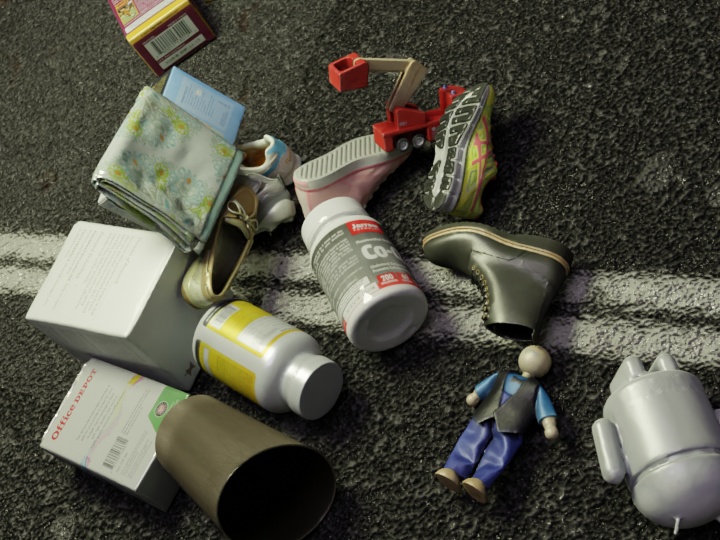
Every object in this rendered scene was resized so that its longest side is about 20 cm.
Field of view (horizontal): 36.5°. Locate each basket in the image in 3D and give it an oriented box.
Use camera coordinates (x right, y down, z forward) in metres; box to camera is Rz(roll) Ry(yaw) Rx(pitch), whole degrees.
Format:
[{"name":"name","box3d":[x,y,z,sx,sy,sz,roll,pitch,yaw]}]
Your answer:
[{"name":"basket","box3d":[-0.158,0.243,1.363,0.200,0.180,0.137,23,99,47]}]

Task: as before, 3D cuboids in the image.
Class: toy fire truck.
[{"name":"toy fire truck","box3d":[0.062,-0.242,1.517,0.199,0.142,0.049,-16,30,-14]}]

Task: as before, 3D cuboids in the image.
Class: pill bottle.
[{"name":"pill bottle","box3d":[0.000,0.000,1.452,0.114,0.114,0.200,-34,51,4]},{"name":"pill bottle","box3d":[-0.121,0.120,1.440,0.199,0.112,0.112,25,74,37]}]

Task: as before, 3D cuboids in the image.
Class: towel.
[{"name":"towel","box3d":[-0.258,-0.140,1.485,0.048,0.171,0.201,-33,29,42]}]

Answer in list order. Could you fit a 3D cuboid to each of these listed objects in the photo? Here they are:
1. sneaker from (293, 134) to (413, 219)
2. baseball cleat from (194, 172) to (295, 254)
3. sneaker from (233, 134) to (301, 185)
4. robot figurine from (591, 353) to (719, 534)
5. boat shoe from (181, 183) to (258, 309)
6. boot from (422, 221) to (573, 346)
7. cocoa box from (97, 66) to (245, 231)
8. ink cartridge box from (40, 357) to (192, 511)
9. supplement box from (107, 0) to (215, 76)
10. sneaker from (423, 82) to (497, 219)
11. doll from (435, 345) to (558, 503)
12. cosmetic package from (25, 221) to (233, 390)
[{"name":"sneaker","box3d":[-0.006,-0.124,1.572,0.200,0.105,0.075,-27,35,-29]},{"name":"baseball cleat","box3d":[-0.197,-0.083,1.618,0.199,0.107,0.070,-23,7,4]},{"name":"sneaker","box3d":[-0.193,-0.147,1.669,0.199,0.081,0.077,-24,53,19]},{"name":"robot figurine","box3d":[0.328,0.187,1.159,0.168,0.113,0.201,-6,53,-10]},{"name":"boat shoe","box3d":[-0.182,-0.038,1.510,0.063,0.073,0.201,-15,42,46]},{"name":"boot","box3d":[0.152,0.017,1.374,0.199,0.078,0.139,6,55,31]},{"name":"cocoa box","box3d":[-0.278,-0.172,1.613,0.131,0.133,0.201,-19,50,53]},{"name":"ink cartridge box","box3d":[-0.320,0.221,1.497,0.199,0.088,0.146,15,68,32]},{"name":"supplement box","box3d":[-0.364,-0.465,1.949,0.131,0.103,0.200,-33,51,5]},{"name":"sneaker","box3d":[0.152,-0.160,1.494,0.078,0.090,0.201,-3,65,59]},{"name":"doll","box3d":[0.173,0.176,1.290,0.136,0.049,0.201,13,60,42]},{"name":"cosmetic package","box3d":[-0.325,0.050,1.557,0.199,0.168,0.167,8,63,31]}]
